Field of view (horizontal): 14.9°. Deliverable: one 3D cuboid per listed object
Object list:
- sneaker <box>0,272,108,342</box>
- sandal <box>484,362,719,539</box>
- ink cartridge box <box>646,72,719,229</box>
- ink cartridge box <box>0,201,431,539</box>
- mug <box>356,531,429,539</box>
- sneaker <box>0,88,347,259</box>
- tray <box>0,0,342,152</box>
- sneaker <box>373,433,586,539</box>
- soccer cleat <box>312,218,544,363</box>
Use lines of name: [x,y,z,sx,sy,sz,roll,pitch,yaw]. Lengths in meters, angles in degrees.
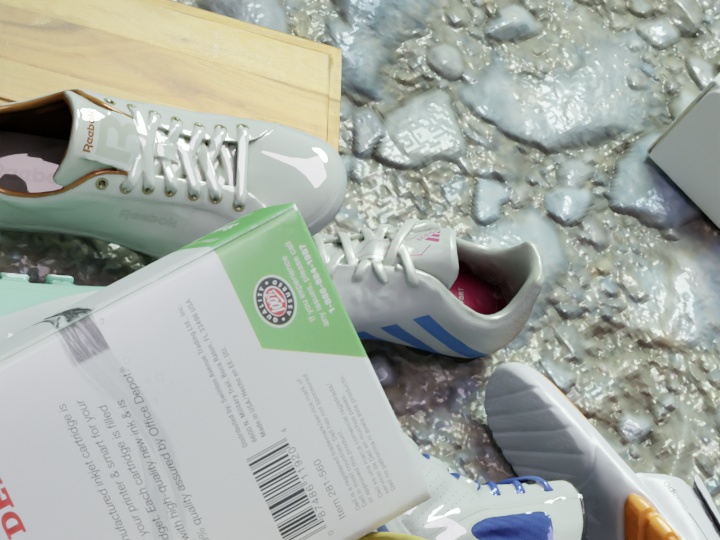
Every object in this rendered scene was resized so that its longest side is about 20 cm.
sneaker: [-0.173,0.014,1.288,0.199,0.074,0.118,-6,40,-30]
sandal: [0.146,0.121,1.396,0.059,0.079,0.207,-27,74,-34]
ink cartridge box: [0.282,-0.084,1.591,0.144,0.084,0.200,46,51,4]
ink cartridge box: [-0.092,0.080,1.205,0.199,0.084,0.147,-27,97,-19]
mug: [-0.023,0.218,1.179,0.186,0.153,0.150,-30,103,-26]
sneaker: [-0.105,-0.047,1.330,0.199,0.085,0.073,0,74,-3]
tray: [-0.107,-0.093,1.427,0.199,0.037,0.099,14,55,-18]
sneaker: [0.042,0.127,1.348,0.200,0.081,0.115,50,48,-1]
soccer cleat: [0.000,0.000,1.391,0.199,0.086,0.070,4,59,-25]
